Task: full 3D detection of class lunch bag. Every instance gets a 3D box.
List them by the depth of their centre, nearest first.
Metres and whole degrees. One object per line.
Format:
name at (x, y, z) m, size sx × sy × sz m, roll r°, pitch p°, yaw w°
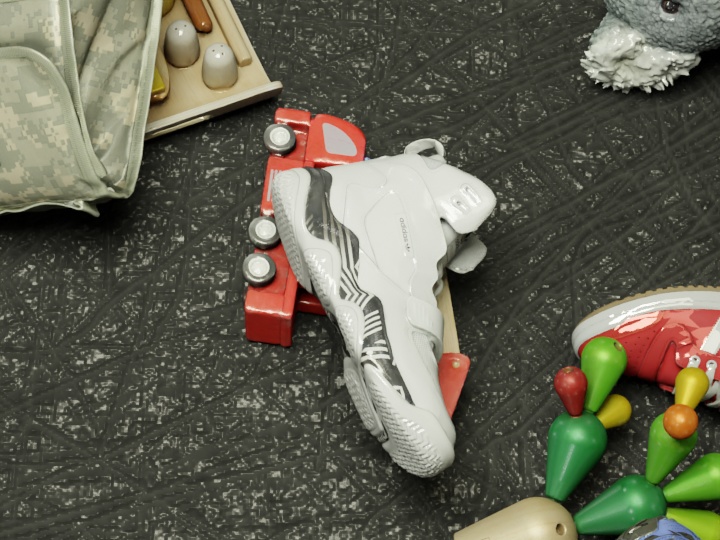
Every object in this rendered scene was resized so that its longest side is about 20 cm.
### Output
lunch bag at (-0.211, -0.129, 0.991) m, size 0.163 × 0.117 × 0.201 m, roll -3°, pitch 83°, yaw 27°

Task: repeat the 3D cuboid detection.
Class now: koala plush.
koala plush at (0.244, -0.179, 1.064) m, size 0.199 × 0.184 × 0.179 m, roll 6°, pitch 96°, yaw 13°

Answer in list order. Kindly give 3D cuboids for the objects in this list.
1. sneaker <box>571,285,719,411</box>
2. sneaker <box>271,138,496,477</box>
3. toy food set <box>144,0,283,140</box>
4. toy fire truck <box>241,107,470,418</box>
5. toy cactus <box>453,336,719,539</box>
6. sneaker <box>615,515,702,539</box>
sneaker at (0.227, 0.074, 0.985) m, size 0.199 × 0.071 × 0.113 m, roll 0°, pitch 62°, yaw -6°
sneaker at (0.034, 0.012, 0.945) m, size 0.114 × 0.075 × 0.201 m, roll -21°, pitch 64°, yaw -12°
toy food set at (-0.153, -0.173, 1.083) m, size 0.143 × 0.060 × 0.201 m, roll -21°, pitch 67°, yaw -13°
toy fire truck at (0.000, 0.000, 1.018) m, size 0.140 × 0.049 × 0.201 m, roll 8°, pitch 64°, yaw 0°
toy cactus at (0.135, 0.143, 0.937) m, size 0.164 × 0.102 × 0.201 m, roll -18°, pitch 86°, yaw 6°
sneaker at (0.183, 0.215, 0.860) m, size 0.075 × 0.078 × 0.201 m, roll -28°, pitch 105°, yaw -9°
